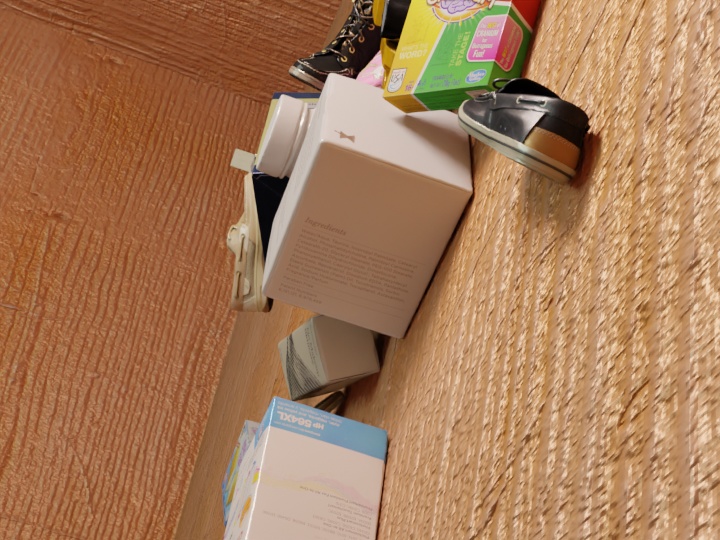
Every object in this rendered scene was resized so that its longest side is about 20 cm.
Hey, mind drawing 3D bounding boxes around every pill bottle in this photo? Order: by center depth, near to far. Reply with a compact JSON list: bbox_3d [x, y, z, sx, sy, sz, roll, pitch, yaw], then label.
[{"bbox_3d":[-0.016,-0.131,1.449,0.113,0.199,0.114,-161,90,-81],"label":"pill bottle"}]

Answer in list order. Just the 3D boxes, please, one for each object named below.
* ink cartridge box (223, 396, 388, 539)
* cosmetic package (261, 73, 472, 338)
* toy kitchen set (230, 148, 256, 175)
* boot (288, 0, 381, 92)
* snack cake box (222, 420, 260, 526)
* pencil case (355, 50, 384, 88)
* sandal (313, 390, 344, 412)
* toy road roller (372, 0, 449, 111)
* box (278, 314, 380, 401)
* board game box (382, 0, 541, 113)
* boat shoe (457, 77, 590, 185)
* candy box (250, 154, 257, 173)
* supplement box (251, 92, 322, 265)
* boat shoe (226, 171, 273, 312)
[{"bbox_3d":[-0.060,0.250,1.175,0.200,0.125,0.129,-80,13,-48],"label":"ink cartridge box"},{"bbox_3d":[0.006,-0.069,1.305,0.168,0.166,0.200,-85,16,-56],"label":"cosmetic package"},{"bbox_3d":[-0.128,-0.256,2.568,0.163,0.199,0.181,17,-87,-57],"label":"toy kitchen set"},{"bbox_3d":[-0.011,-0.309,1.605,0.200,0.073,0.151,-12,-48,-60],"label":"boot"},{"bbox_3d":[-0.160,0.311,1.841,0.200,0.067,0.115,-134,63,-80],"label":"snack cake box"},{"bbox_3d":[0.031,-0.242,1.577,0.200,0.083,0.087,-51,3,-23],"label":"pencil case"},{"bbox_3d":[-0.079,0.235,1.519,0.200,0.054,0.080,-54,3,-5],"label":"sandal"},{"bbox_3d":[0.073,-0.273,1.480,0.200,0.122,0.147,-92,12,-65],"label":"toy road roller"},{"bbox_3d":[-0.041,0.102,1.452,0.200,0.068,0.083,137,120,-70],"label":"box"},{"bbox_3d":[0.112,-0.262,1.236,0.153,0.040,0.201,2,70,48],"label":"board game box"},{"bbox_3d":[0.130,-0.118,0.965,0.062,0.074,0.200,-64,15,9],"label":"boat shoe"},{"bbox_3d":[-0.097,-0.073,1.859,0.061,0.136,0.201,133,137,-72],"label":"candy box"},{"bbox_3d":[-0.060,-0.113,1.688,0.200,0.134,0.201,-82,-10,-49],"label":"supplement box"},{"bbox_3d":[-0.158,-0.040,1.710,0.072,0.065,0.201,-50,-40,-79],"label":"boat shoe"}]
